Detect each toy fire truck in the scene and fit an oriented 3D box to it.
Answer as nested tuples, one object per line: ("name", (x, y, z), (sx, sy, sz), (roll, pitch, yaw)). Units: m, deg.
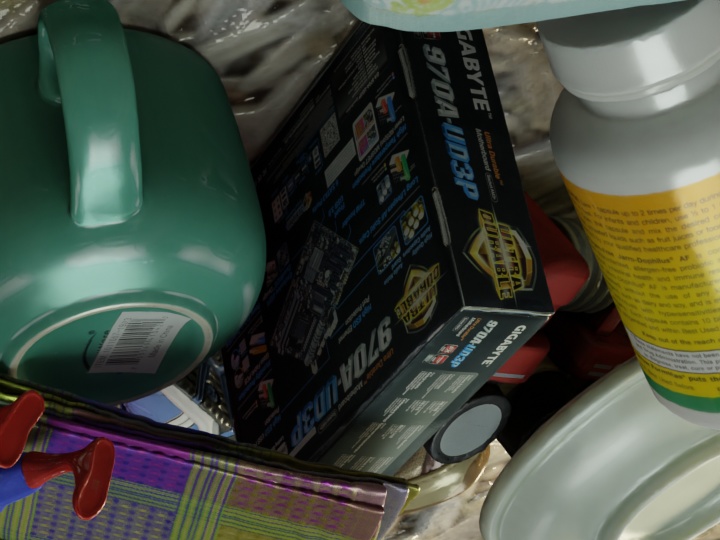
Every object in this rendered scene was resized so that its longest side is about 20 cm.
("toy fire truck", (0.115, 0.003, 1.278), (0.176, 0.129, 0.200), (9, 124, -47))

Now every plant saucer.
("plant saucer", (0.155, 0.095, 1.308), (0.200, 0.050, 0.200), (-27, 156, -13))

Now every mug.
("mug", (-0.122, -0.017, 1.095), (0.152, 0.115, 0.185), (-24, 151, 15))

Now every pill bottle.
("pill bottle", (0.148, -0.039, 1.136), (0.113, 0.113, 0.200), (-20, 121, 8))

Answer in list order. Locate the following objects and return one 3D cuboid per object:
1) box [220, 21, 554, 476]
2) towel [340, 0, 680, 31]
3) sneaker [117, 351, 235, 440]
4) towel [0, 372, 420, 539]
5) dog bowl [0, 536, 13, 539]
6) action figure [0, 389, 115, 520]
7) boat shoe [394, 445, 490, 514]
("box", (0.000, 0.000, 1.141), (0.046, 0.159, 0.200), (6, 145, -28))
("towel", (0.098, -0.160, 0.977), (0.200, 0.048, 0.171), (-9, 151, -16))
("sneaker", (-0.092, 0.071, 1.311), (0.077, 0.076, 0.200), (-21, 147, 12))
("towel", (-0.083, 0.098, 1.124), (0.200, 0.023, 0.144), (14, 151, -3))
("dog bowl", (-0.195, 0.170, 1.245), (0.200, 0.059, 0.200), (-11, 153, -6))
("action figure", (-0.191, 0.112, 1.075), (0.065, 0.099, 0.200), (39, 148, -28))
("boat shoe", (-0.033, 0.106, 1.432), (0.200, 0.072, 0.072), (-18, 122, 21))
